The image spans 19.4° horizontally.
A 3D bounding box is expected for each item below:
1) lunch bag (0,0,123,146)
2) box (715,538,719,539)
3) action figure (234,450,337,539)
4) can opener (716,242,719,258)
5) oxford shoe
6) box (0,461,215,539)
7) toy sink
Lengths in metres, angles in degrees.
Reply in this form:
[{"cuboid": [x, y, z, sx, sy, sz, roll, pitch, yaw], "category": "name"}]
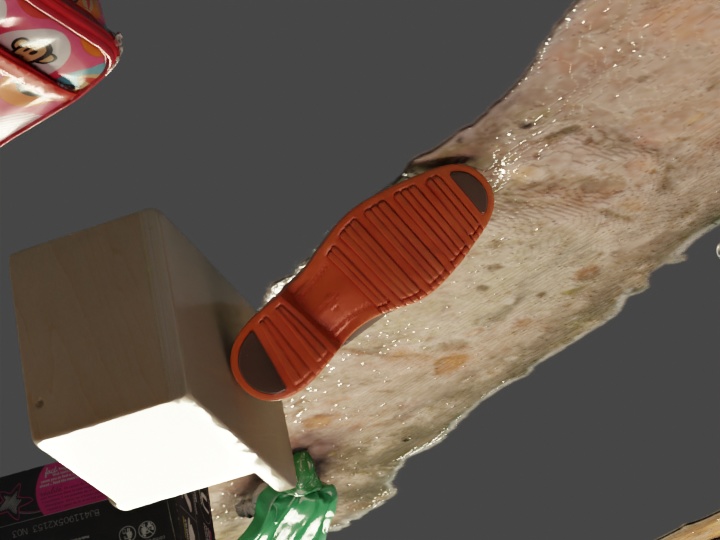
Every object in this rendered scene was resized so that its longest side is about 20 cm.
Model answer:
[{"cuboid": [-0.210, -0.129, 0.984, 0.176, 0.082, 0.200, -27, 152, 20], "category": "lunch bag"}, {"cuboid": [0.401, 0.371, 2.144, 0.050, 0.158, 0.200, -21, 152, 18], "category": "box"}, {"cuboid": [-0.067, 0.211, 1.742, 0.118, 0.055, 0.200, -1, 145, -19], "category": "action figure"}, {"cuboid": [0.333, -0.033, 1.413, 0.199, 0.067, 0.053, -23, 152, 22], "category": "can opener"}, {"cuboid": [0.000, 0.000, 1.333, 0.200, 0.071, 0.073, -37, -176, 9], "category": "oxford shoe"}, {"cuboid": [-0.216, 0.226, 1.618, 0.199, 0.133, 0.115, -16, 152, 8], "category": "box"}, {"cuboid": [-0.133, 0.069, 1.347, 0.112, 0.131, 0.200, -18, 154, 11], "category": "toy sink"}]
